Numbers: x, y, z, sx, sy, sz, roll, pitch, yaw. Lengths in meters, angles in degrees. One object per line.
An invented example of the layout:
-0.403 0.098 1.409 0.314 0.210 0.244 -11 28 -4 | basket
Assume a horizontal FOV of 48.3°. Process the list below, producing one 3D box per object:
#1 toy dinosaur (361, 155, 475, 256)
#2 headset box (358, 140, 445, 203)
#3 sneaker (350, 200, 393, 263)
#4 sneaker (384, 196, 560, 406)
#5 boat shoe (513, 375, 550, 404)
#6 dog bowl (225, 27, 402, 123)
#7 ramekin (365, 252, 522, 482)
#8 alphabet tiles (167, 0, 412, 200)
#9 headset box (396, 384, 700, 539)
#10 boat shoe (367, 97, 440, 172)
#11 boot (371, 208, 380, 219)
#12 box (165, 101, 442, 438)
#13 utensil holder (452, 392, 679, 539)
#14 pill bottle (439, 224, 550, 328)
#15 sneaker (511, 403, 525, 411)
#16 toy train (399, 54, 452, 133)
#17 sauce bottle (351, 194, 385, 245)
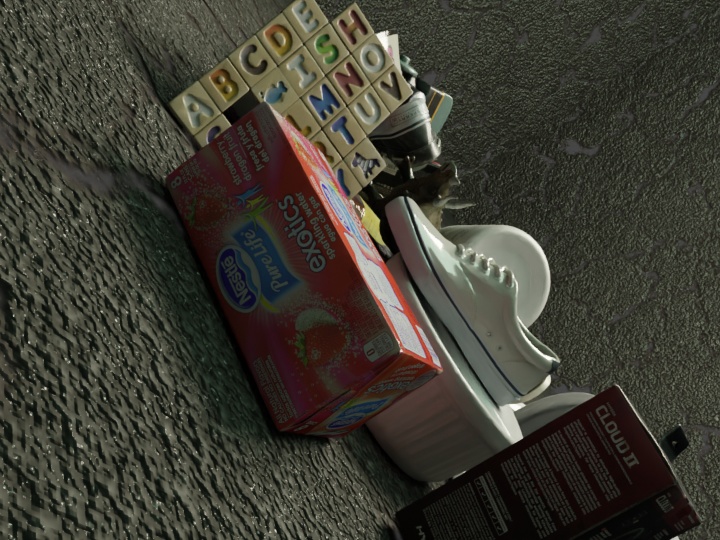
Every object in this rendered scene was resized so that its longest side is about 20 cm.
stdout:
0.047 -0.040 0.781 0.201 0.076 0.103 90 -20 -57 | toy dinosaur
0.021 -0.152 1.039 0.147 0.078 0.201 19 22 -13 | headset box
0.000 0.000 0.807 0.200 0.075 0.114 48 13 -17 | sneaker
0.095 0.015 0.677 0.201 0.070 0.073 55 11 -9 | sneaker
0.156 0.099 0.941 0.060 0.071 0.200 62 -6 -14 | boat shoe
-0.043 -0.178 0.830 0.200 0.197 0.075 -72 142 -77 | dog bowl
0.053 0.092 0.714 0.204 0.094 0.203 55 10 -15 | ramekin
-0.045 -0.139 0.717 0.168 0.200 0.008 52 -19 -19 | alphabet tiles
0.147 0.173 0.577 0.149 0.199 0.078 41 19 -53 | headset box
0.046 -0.139 0.865 0.200 0.071 0.072 -84 153 -80 | boat shoe
0.049 -0.044 1.073 0.162 0.072 0.201 -127 -168 -79 | boot
-0.039 0.002 0.546 0.202 0.095 0.100 61 11 22 | box
0.209 0.248 0.771 0.201 0.169 0.170 56 10 -11 | utensil holder
0.118 0.007 0.904 0.115 0.114 0.200 54 -11 -12 | pill bottle
0.224 0.258 1.068 0.201 0.077 0.099 56 14 -1 | sneaker
0.027 -0.238 1.034 0.113 0.086 0.199 16 17 -47 | toy train
-0.017 -0.057 0.905 0.200 0.065 0.066 50 12 -44 | sauce bottle
